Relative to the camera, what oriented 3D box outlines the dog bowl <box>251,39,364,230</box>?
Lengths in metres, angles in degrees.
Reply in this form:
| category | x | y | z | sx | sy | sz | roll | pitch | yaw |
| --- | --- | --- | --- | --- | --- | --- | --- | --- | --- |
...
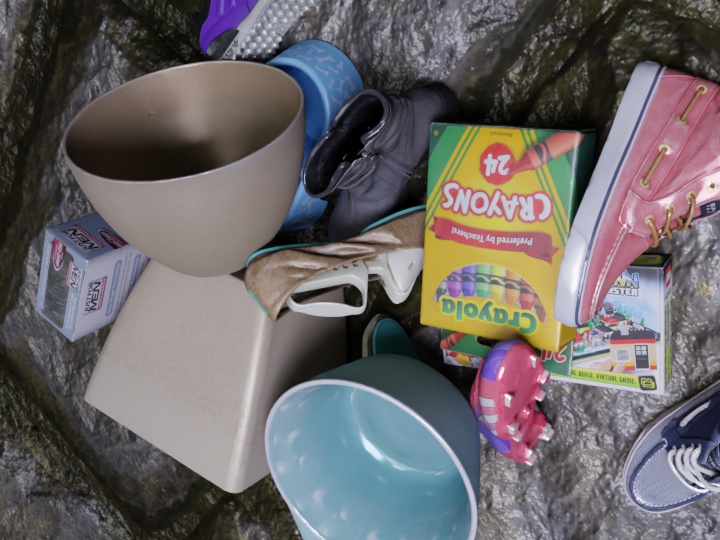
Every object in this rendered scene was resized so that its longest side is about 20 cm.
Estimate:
| category | x | y | z | sx | sy | sz | roll | pitch | yaw |
| --- | --- | --- | --- | --- | --- | --- | --- | --- | --- |
| dog bowl | -0.071 | -0.121 | 0.801 | 0.111 | 0.049 | 0.201 | 39 | 126 | 15 |

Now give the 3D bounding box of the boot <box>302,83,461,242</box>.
| category | x | y | z | sx | sy | sz | roll | pitch | yaw |
| --- | --- | --- | --- | --- | --- | --- | --- | --- | --- |
| boot | -0.007 | -0.079 | 0.719 | 0.070 | 0.131 | 0.201 | 43 | 126 | 21 |

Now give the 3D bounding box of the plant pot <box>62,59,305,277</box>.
| category | x | y | z | sx | sy | sz | roll | pitch | yaw |
| --- | --- | --- | --- | --- | --- | --- | --- | --- | --- |
| plant pot | -0.137 | -0.075 | 0.717 | 0.198 | 0.200 | 0.136 | 16 | 134 | 27 |

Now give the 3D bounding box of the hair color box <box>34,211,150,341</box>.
| category | x | y | z | sx | sy | sz | roll | pitch | yaw |
| --- | --- | --- | --- | --- | --- | --- | --- | --- | --- |
| hair color box | -0.229 | -0.017 | 0.854 | 0.060 | 0.199 | 0.100 | 33 | 124 | 18 |

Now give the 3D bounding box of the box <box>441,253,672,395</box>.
| category | x | y | z | sx | sy | sz | roll | pitch | yaw |
| --- | --- | --- | --- | --- | --- | --- | --- | --- | --- |
| box | 0.163 | 0.037 | 0.716 | 0.198 | 0.035 | 0.112 | 4 | 111 | 33 |

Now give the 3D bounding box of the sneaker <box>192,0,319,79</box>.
| category | x | y | z | sx | sy | sz | roll | pitch | yaw |
| --- | --- | --- | --- | --- | --- | --- | --- | --- | --- |
| sneaker | -0.092 | -0.264 | 0.746 | 0.200 | 0.069 | 0.100 | -39 | 77 | 35 |

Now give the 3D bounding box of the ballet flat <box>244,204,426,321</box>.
| category | x | y | z | sx | sy | sz | roll | pitch | yaw |
| --- | --- | --- | --- | --- | --- | --- | --- | --- | --- |
| ballet flat | 0.000 | 0.000 | 0.718 | 0.068 | 0.198 | 0.073 | 108 | 143 | -59 |

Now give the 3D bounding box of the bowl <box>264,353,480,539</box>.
| category | x | y | z | sx | sy | sz | roll | pitch | yaw |
| --- | --- | --- | --- | --- | --- | --- | --- | --- | --- |
| bowl | 0.026 | 0.153 | 0.729 | 0.199 | 0.105 | 0.203 | 15 | 124 | 23 |

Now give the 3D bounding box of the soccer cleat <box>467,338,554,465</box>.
| category | x | y | z | sx | sy | sz | roll | pitch | yaw |
| --- | --- | --- | --- | --- | --- | --- | --- | --- | --- |
| soccer cleat | 0.117 | 0.108 | 0.703 | 0.076 | 0.067 | 0.200 | 29 | 164 | 30 |

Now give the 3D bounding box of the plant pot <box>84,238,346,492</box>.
| category | x | y | z | sx | sy | sz | roll | pitch | yaw |
| --- | --- | --- | --- | --- | --- | --- | --- | --- | --- |
| plant pot | -0.125 | 0.065 | 0.831 | 0.198 | 0.199 | 0.179 | 24 | 111 | 24 |

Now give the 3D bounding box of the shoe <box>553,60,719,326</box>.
| category | x | y | z | sx | sy | sz | roll | pitch | yaw |
| --- | --- | --- | --- | --- | --- | --- | --- | --- | --- |
| shoe | 0.210 | -0.045 | 0.591 | 0.090 | 0.071 | 0.202 | 20 | 87 | 23 |

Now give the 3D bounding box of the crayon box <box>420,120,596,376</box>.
| category | x | y | z | sx | sy | sz | roll | pitch | yaw |
| --- | --- | --- | --- | --- | --- | --- | --- | --- | --- |
| crayon box | 0.116 | -0.016 | 0.675 | 0.126 | 0.051 | 0.203 | 9 | 104 | 31 |

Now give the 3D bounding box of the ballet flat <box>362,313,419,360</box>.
| category | x | y | z | sx | sy | sz | roll | pitch | yaw |
| --- | --- | --- | --- | --- | --- | --- | --- | --- | --- |
| ballet flat | 0.040 | 0.142 | 0.825 | 0.062 | 0.067 | 0.202 | -18 | 97 | 50 |

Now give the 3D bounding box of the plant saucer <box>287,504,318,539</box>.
| category | x | y | z | sx | sy | sz | roll | pitch | yaw |
| --- | --- | --- | --- | --- | --- | --- | --- | --- | --- |
| plant saucer | -0.038 | 0.305 | 0.940 | 0.019 | 0.070 | 0.202 | -19 | 97 | 21 |

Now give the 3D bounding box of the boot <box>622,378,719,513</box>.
| category | x | y | z | sx | sy | sz | roll | pitch | yaw |
| --- | --- | --- | --- | --- | --- | --- | --- | --- | --- |
| boot | 0.268 | 0.142 | 0.652 | 0.073 | 0.090 | 0.201 | 40 | 126 | 13 |
